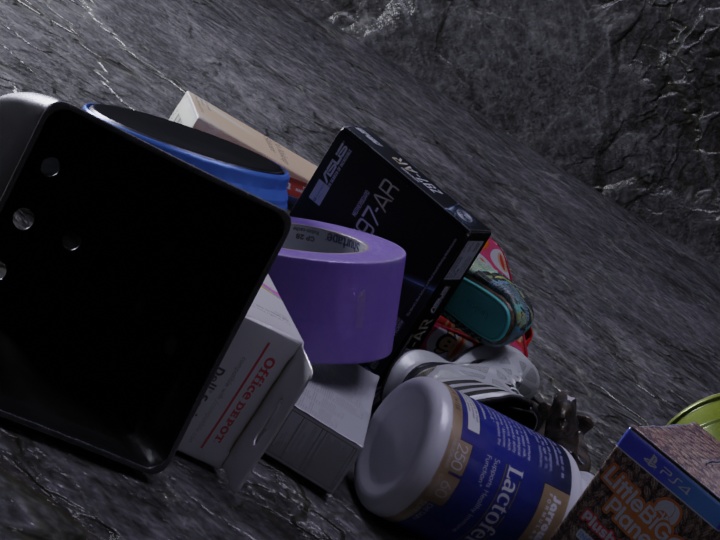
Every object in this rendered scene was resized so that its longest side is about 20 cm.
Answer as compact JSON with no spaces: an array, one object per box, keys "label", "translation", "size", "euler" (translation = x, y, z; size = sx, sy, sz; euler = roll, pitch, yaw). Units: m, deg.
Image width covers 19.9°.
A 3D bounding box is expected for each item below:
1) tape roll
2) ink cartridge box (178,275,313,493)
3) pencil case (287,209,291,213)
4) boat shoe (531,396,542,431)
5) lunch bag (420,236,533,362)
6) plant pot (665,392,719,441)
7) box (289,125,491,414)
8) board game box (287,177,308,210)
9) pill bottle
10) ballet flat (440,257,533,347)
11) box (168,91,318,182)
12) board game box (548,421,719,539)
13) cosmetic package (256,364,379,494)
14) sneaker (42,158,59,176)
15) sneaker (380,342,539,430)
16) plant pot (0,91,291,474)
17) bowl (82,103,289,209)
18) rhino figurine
[{"label":"tape roll","translation":[-0.065,0.011,1.689],"size":[0.198,0.086,0.200],"euler":[8,10,-1]},{"label":"ink cartridge box","translation":[-0.109,0.060,1.496],"size":[0.067,0.118,0.200],"euler":[27,14,-26]},{"label":"pencil case","translation":[-0.083,-0.017,1.923],"size":[0.199,0.084,0.086],"euler":[22,46,-42]},{"label":"boat shoe","translation":[0.134,0.114,2.038],"size":[0.073,0.061,0.200],"euler":[26,16,-29]},{"label":"lunch bag","translation":[0.087,0.025,1.937],"size":[0.175,0.082,0.201],"euler":[27,33,-25]},{"label":"plant pot","translation":[0.366,0.246,1.916],"size":[0.199,0.201,0.193],"euler":[33,25,-8]},{"label":"box","translation":[0.000,0.000,1.795],"size":[0.160,0.201,0.043],"euler":[41,20,24]},{"label":"board game box","translation":[-0.108,-0.073,1.962],"size":[0.102,0.020,0.200],"euler":[19,-10,-19]},{"label":"pill bottle","translation":[0.103,0.174,1.627],"size":[0.199,0.116,0.116],"euler":[28,15,-26]},{"label":"ballet flat","translation":[0.073,0.001,1.817],"size":[0.200,0.075,0.074],"euler":[41,14,24]},{"label":"box","translation":[-0.112,-0.095,2.129],"size":[0.199,0.078,0.095],"euler":[29,13,-23]},{"label":"board game box","translation":[0.205,0.221,1.524],"size":[0.097,0.201,0.159],"euler":[39,14,23]},{"label":"cosmetic package","translation":[-0.037,0.110,1.647],"size":[0.082,0.051,0.200],"euler":[33,13,-3]},{"label":"sneaker","translation":[-0.217,-0.065,1.770],"size":[0.199,0.075,0.085],"euler":[31,13,-18]},{"label":"sneaker","translation":[0.116,0.118,1.745],"size":[0.115,0.076,0.200],"euler":[29,17,35]},{"label":"plant pot","translation":[-0.200,-0.011,1.395],"size":[0.199,0.201,0.177],"euler":[26,5,-33]},{"label":"bowl","translation":[-0.154,-0.096,1.757],"size":[0.199,0.040,0.201],"euler":[19,8,-3]},{"label":"rhino figurine","translation":[0.170,0.163,1.761],"size":[0.059,0.088,0.200],"euler":[10,-26,5]}]
